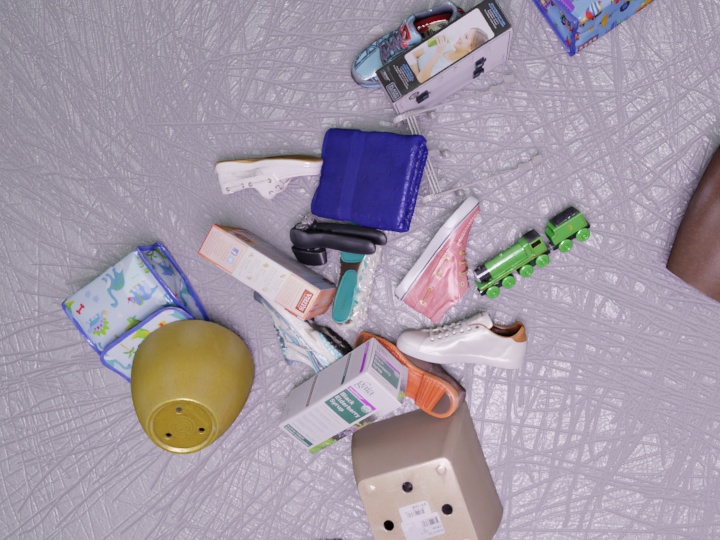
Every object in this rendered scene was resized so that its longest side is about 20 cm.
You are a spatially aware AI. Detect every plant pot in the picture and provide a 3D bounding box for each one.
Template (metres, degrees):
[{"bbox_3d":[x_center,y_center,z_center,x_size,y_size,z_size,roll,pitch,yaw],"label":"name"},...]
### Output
[{"bbox_3d":[-0.269,0.198,0.866,0.199,0.142,0.201,-3,114,-8],"label":"plant pot"},{"bbox_3d":[0.526,-0.058,0.758,0.186,0.187,0.201,33,110,9],"label":"plant pot"},{"bbox_3d":[0.092,0.329,0.824,0.199,0.177,0.201,-19,86,10],"label":"plant pot"}]

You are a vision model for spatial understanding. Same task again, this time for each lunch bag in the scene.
[{"bbox_3d":[0.331,-0.460,0.839,0.150,0.094,0.201,-33,72,10],"label":"lunch bag"},{"bbox_3d":[-0.366,0.082,0.942,0.170,0.127,0.200,-33,97,6],"label":"lunch bag"}]

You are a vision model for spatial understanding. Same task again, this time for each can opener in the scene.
[{"bbox_3d":[-0.039,-0.051,0.876,0.199,0.063,0.079,2,131,41],"label":"can opener"}]

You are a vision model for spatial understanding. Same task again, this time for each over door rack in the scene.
[{"bbox_3d":[0.165,-0.198,0.873,0.199,0.067,0.148,-19,88,-2],"label":"over door rack"}]

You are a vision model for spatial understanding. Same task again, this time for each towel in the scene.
[{"bbox_3d":[0.012,-0.143,0.864,0.199,0.049,0.148,16,97,42],"label":"towel"}]

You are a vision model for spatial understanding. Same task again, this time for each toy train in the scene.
[{"bbox_3d":[0.260,-0.028,0.854,0.200,0.042,0.056,-33,119,8],"label":"toy train"}]

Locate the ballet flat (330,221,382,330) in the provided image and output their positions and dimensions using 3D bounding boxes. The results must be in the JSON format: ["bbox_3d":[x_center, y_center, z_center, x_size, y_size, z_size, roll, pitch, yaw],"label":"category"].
[{"bbox_3d":[0.000,0.000,0.897,0.071,0.072,0.201,13,83,10],"label":"ballet flat"}]

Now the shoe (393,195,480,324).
[{"bbox_3d":[0.145,-0.014,0.872,0.091,0.071,0.200,37,101,7],"label":"shoe"}]

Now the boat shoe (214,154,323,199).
[{"bbox_3d":[-0.150,-0.154,0.925,0.199,0.071,0.070,1,104,25],"label":"boat shoe"}]

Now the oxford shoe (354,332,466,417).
[{"bbox_3d":[0.077,0.161,0.888,0.200,0.073,0.072,34,113,26],"label":"oxford shoe"}]

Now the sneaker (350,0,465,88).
[{"bbox_3d":[0.068,-0.363,0.870,0.199,0.096,0.080,-27,85,9],"label":"sneaker"}]

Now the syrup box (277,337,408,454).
[{"bbox_3d":[-0.027,0.195,0.851,0.200,0.082,0.079,-36,110,30],"label":"syrup box"}]

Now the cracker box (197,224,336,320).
[{"bbox_3d":[-0.141,0.002,0.888,0.199,0.134,0.058,31,95,9],"label":"cracker box"}]

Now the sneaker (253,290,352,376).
[{"bbox_3d":[-0.110,0.109,0.913,0.200,0.078,0.086,41,100,8],"label":"sneaker"}]

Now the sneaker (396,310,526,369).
[{"bbox_3d":[0.157,0.097,0.860,0.199,0.073,0.085,4,108,0],"label":"sneaker"}]

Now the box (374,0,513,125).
[{"bbox_3d":[0.129,-0.315,0.851,0.199,0.117,0.060,-30,82,10],"label":"box"}]
